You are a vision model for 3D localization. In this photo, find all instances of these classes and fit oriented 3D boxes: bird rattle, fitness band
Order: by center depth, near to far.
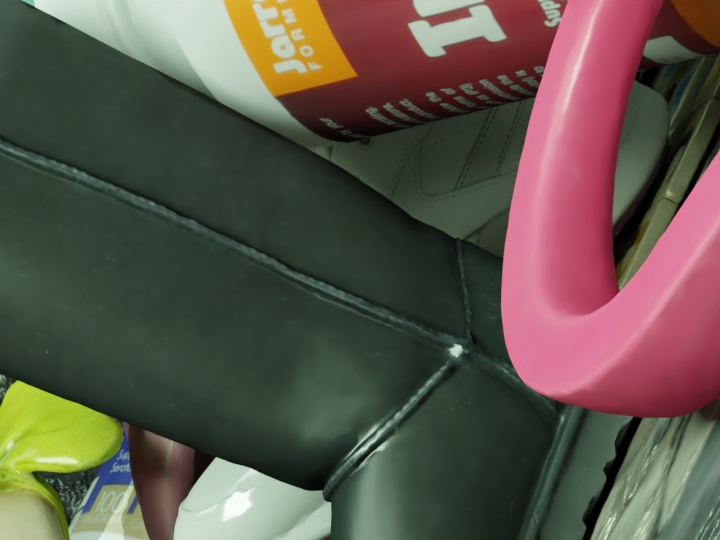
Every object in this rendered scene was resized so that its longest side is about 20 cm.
[{"bbox_3d":[0.078,-0.059,0.598,0.144,0.037,0.200,-98,27,-43],"label":"fitness band"},{"bbox_3d":[-0.087,0.117,0.838,0.163,0.112,0.200,85,158,-44],"label":"bird rattle"}]

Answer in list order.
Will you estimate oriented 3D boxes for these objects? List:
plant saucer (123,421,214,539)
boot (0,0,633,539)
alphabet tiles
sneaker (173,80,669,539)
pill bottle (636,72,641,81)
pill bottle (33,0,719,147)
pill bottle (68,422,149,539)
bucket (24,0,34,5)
[{"bbox_3d":[-0.010,0.014,0.944,0.200,0.051,0.201,-36,-39,-36],"label":"plant saucer"},{"bbox_3d":[-0.044,0.036,0.711,0.165,0.199,0.066,-64,2,-32],"label":"boot"},{"bbox_3d":[0.080,-0.010,0.906,0.201,0.008,0.167,-63,2,-9],"label":"alphabet tiles"},{"bbox_3d":[0.000,0.000,0.842,0.200,0.100,0.075,-51,16,-16],"label":"sneaker"},{"bbox_3d":[0.076,-0.154,1.092,0.109,0.109,0.201,166,123,-87],"label":"pill bottle"},{"bbox_3d":[0.017,-0.096,0.755,0.199,0.113,0.113,-13,30,27],"label":"pill bottle"},{"bbox_3d":[-0.031,0.064,1.170,0.201,0.119,0.120,-64,3,-25],"label":"pill bottle"},{"bbox_3d":[-0.080,-0.047,1.051,0.207,0.134,0.208,-164,90,-78],"label":"bucket"}]
